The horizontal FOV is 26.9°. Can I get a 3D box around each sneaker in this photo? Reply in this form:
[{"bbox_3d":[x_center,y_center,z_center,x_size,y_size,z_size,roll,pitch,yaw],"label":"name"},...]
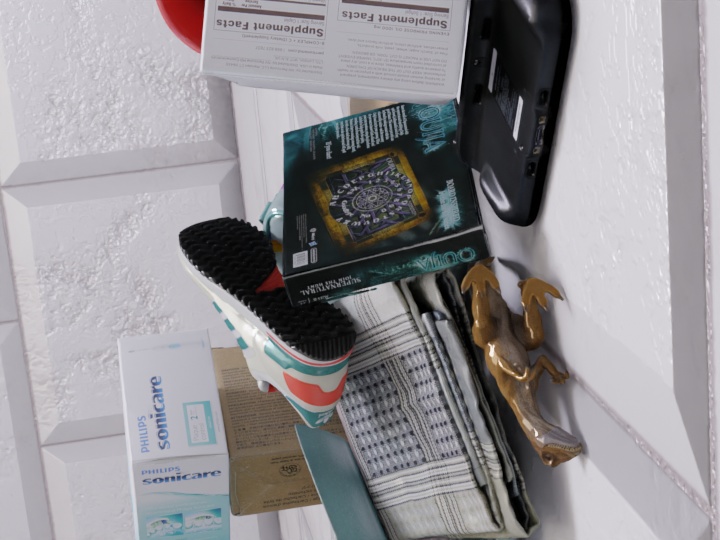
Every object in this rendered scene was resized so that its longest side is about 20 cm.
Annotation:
[{"bbox_3d":[-0.078,0.040,1.121,0.200,0.070,0.094,40,136,39],"label":"sneaker"}]

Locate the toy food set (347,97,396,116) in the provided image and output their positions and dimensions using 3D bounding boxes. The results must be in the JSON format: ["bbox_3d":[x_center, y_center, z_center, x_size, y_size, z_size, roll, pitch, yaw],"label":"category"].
[{"bbox_3d":[0.021,-0.061,1.329,0.200,0.060,0.144,-111,16,-57],"label":"toy food set"}]

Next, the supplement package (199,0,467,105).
[{"bbox_3d":[-0.011,-0.169,0.974,0.200,0.155,0.111,-76,-8,-84],"label":"supplement package"}]

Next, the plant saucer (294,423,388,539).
[{"bbox_3d":[0.001,0.208,1.195,0.200,0.036,0.201,157,90,-88],"label":"plant saucer"}]

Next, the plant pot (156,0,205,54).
[{"bbox_3d":[-0.133,-0.366,1.716,0.178,0.200,0.201,-93,2,-50],"label":"plant pot"}]

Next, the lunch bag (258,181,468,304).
[{"bbox_3d":[0.000,0.000,1.187,0.077,0.160,0.200,-58,-17,-32],"label":"lunch bag"}]

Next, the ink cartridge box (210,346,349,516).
[{"bbox_3d":[-0.035,0.137,1.405,0.165,0.199,0.075,-109,16,-55],"label":"ink cartridge box"}]

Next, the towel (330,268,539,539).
[{"bbox_3d":[0.035,0.101,1.058,0.200,0.034,0.193,-24,84,61],"label":"towel"}]

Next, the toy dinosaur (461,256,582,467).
[{"bbox_3d":[0.089,0.034,0.973,0.106,0.060,0.200,90,169,-49],"label":"toy dinosaur"}]

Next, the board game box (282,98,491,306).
[{"bbox_3d":[0.013,-0.055,1.044,0.200,0.135,0.028,-94,-12,-57],"label":"board game box"}]

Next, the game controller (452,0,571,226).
[{"bbox_3d":[0.093,-0.118,0.920,0.200,0.042,0.104,92,152,-51],"label":"game controller"}]

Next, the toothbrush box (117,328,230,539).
[{"bbox_3d":[-0.165,0.173,1.339,0.147,0.085,0.200,-105,12,-44],"label":"toothbrush box"}]

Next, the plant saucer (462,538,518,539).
[{"bbox_3d":[0.081,0.146,1.135,0.201,0.039,0.202,163,90,-79],"label":"plant saucer"}]

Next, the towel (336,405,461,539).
[{"bbox_3d":[0.036,0.181,1.216,0.191,0.032,0.201,141,110,-76],"label":"towel"}]
